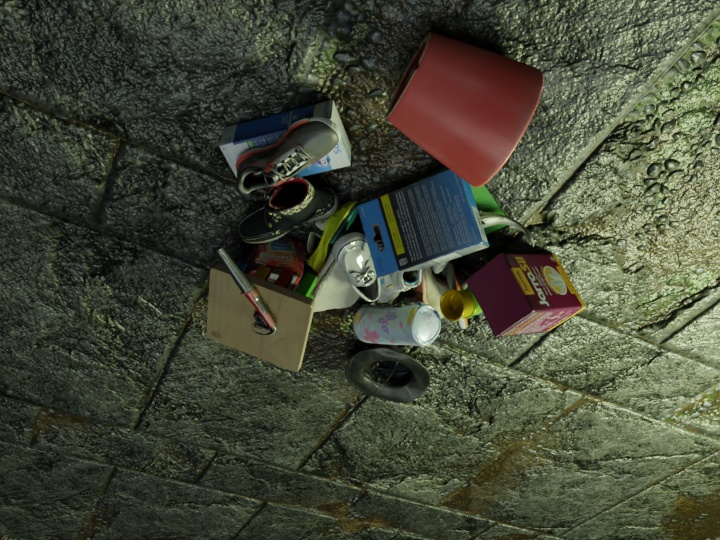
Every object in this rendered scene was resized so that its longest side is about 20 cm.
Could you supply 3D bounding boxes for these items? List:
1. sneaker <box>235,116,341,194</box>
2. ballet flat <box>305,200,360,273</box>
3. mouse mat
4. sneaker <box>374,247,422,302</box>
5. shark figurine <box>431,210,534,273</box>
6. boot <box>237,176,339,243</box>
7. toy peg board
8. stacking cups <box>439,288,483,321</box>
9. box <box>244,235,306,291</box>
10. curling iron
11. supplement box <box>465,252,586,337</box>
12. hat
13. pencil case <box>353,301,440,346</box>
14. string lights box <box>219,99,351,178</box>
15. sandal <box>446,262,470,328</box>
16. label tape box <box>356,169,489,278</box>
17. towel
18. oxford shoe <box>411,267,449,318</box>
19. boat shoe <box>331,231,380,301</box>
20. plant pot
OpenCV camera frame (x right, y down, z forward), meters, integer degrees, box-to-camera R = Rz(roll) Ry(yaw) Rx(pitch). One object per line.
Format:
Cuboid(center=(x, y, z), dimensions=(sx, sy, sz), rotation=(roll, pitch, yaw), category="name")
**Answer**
Cuboid(center=(-0.118, -0.173, 1.100), dimensions=(0.200, 0.082, 0.077), rotation=(-24, 130, 25), category="sneaker")
Cuboid(center=(-0.063, -0.070, 1.316), dimensions=(0.067, 0.067, 0.200), rotation=(34, 136, 8), category="ballet flat")
Cuboid(center=(0.175, -0.118, 1.291), dimensions=(0.161, 0.008, 0.200), rotation=(-24, 130, 25), category="mouse mat")
Cuboid(center=(0.074, 0.013, 1.359), dimensions=(0.076, 0.081, 0.200), rotation=(-23, 153, -25), category="sneaker")
Cuboid(center=(0.219, -0.073, 1.297), dimensions=(0.214, 0.128, 0.090), rotation=(-15, 163, -7), category="shark figurine")
Cuboid(center=(-0.151, -0.109, 1.211), dimensions=(0.203, 0.074, 0.154), rotation=(-19, 172, 13), category="boot")
Cuboid(center=(-0.183, 0.069, 1.317), dimensions=(0.199, 0.098, 0.200), rotation=(20, 133, 5), category="toy peg board")
Cuboid(center=(0.239, 0.058, 1.355), dimensions=(0.200, 0.061, 0.061), rotation=(-8, 152, -46), category="stacking cups")
Cuboid(center=(-0.194, 0.022, 1.387), dimensions=(0.100, 0.096, 0.200), rotation=(19, 134, -15), category="box")
Cuboid(center=(-0.206, 0.042, 1.217), dimensions=(0.050, 0.026, 0.200), rotation=(-10, 124, 25), category="curling iron")
Cuboid(center=(0.321, 0.045, 1.314), dimensions=(0.200, 0.131, 0.103), rotation=(-1, 149, -45), category="supplement box")
Cuboid(center=(0.067, 0.226, 1.609), dimensions=(0.200, 0.081, 0.201), rotation=(5, 130, 5), category="hat")
Cuboid(center=(0.073, 0.112, 1.430), dimensions=(0.200, 0.083, 0.091), rotation=(-6, 120, 50), category="pencil case")
Cuboid(center=(-0.126, -0.212, 1.164), dimensions=(0.200, 0.059, 0.103), rotation=(-11, 135, 13), category="string lights box")
Cuboid(center=(0.221, 0.049, 1.422), dimensions=(0.059, 0.079, 0.207), rotation=(-11, 144, 11), category="sandal")
Cuboid(center=(0.111, -0.081, 1.222), dimensions=(0.200, 0.144, 0.063), rotation=(-19, 170, 21), category="label tape box")
Cuboid(center=(-0.032, 0.011, 1.368), dimensions=(0.132, 0.034, 0.200), rotation=(-5, 141, -40), category="towel")
Cuboid(center=(0.144, 0.028, 1.420), dimensions=(0.074, 0.071, 0.200), rotation=(-24, 135, -13), category="oxford shoe")
Cuboid(center=(0.000, 0.000, 1.275), dimensions=(0.072, 0.066, 0.200), rotation=(-28, 151, -8), category="boat shoe")
Cuboid(center=(0.147, -0.252, 1.028), dimensions=(0.177, 0.200, 0.200), rotation=(26, 132, -10), category="plant pot")
